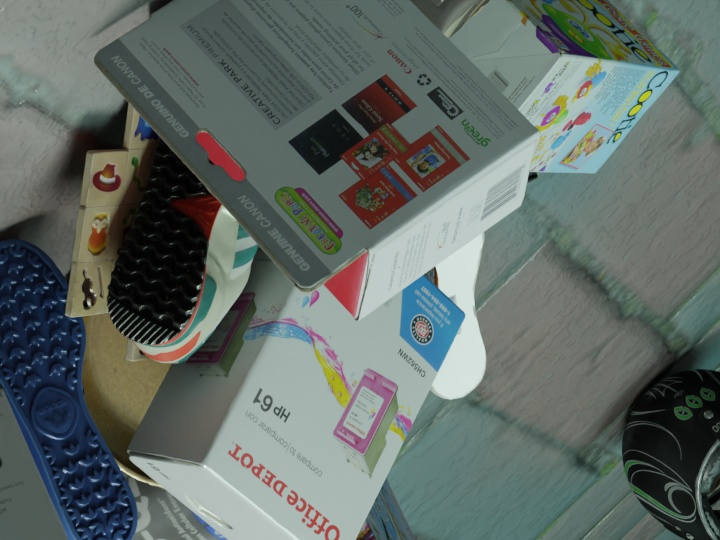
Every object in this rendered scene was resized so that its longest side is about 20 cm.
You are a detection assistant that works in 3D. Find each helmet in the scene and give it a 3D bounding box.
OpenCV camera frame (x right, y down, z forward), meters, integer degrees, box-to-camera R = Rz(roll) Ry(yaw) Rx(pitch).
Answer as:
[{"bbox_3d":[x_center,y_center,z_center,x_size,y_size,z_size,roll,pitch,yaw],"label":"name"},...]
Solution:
[{"bbox_3d":[0.390,0.209,2.750,0.199,0.191,0.201,-9,111,-25],"label":"helmet"}]

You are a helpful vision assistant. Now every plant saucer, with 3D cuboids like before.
[{"bbox_3d":[-0.107,0.045,1.608,0.199,0.035,0.202,-6,105,-25],"label":"plant saucer"}]

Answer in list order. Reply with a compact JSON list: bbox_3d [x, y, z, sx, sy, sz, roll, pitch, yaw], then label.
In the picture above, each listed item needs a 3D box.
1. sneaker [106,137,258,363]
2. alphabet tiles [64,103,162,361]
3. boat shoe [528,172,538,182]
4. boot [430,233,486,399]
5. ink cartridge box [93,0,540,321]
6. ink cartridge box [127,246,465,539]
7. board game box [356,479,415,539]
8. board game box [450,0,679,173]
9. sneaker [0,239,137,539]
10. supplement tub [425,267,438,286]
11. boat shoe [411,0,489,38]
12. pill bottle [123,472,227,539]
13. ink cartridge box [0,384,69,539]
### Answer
[{"bbox_3d":[-0.092,-0.034,1.480,0.093,0.070,0.201,72,38,-69],"label":"sneaker"},{"bbox_3d":[-0.113,-0.028,1.504,0.200,0.008,0.168,-7,109,-57],"label":"alphabet tiles"},{"bbox_3d":[0.083,-0.079,1.792,0.200,0.070,0.067,-25,140,-57],"label":"boat shoe"},{"bbox_3d":[0.051,-0.002,1.902,0.072,0.090,0.201,-13,123,-16],"label":"boot"},{"bbox_3d":[-0.030,-0.081,1.393,0.175,0.200,0.084,-34,159,-22],"label":"ink cartridge box"},{"bbox_3d":[-0.039,0.073,1.547,0.144,0.084,0.201,42,67,-36],"label":"ink cartridge box"},{"bbox_3d":[-0.008,0.162,1.723,0.041,0.201,0.200,-28,151,5],"label":"board game box"},{"bbox_3d":[0.120,-0.140,1.690,0.105,0.103,0.200,-51,158,21],"label":"board game box"},{"bbox_3d":[-0.197,0.085,1.463,0.070,0.201,0.078,-13,172,-34],"label":"sneaker"},{"bbox_3d":[0.000,0.000,1.742,0.107,0.107,0.200,-41,159,-5],"label":"supplement tub"},{"bbox_3d":[0.071,-0.205,1.510,0.073,0.075,0.200,-44,-177,-39],"label":"boat shoe"},{"bbox_3d":[-0.152,0.171,1.726,0.199,0.114,0.114,-30,166,24],"label":"pill bottle"},{"bbox_3d":[-0.241,0.125,1.406,0.083,0.201,0.146,-17,151,-20],"label":"ink cartridge box"}]
